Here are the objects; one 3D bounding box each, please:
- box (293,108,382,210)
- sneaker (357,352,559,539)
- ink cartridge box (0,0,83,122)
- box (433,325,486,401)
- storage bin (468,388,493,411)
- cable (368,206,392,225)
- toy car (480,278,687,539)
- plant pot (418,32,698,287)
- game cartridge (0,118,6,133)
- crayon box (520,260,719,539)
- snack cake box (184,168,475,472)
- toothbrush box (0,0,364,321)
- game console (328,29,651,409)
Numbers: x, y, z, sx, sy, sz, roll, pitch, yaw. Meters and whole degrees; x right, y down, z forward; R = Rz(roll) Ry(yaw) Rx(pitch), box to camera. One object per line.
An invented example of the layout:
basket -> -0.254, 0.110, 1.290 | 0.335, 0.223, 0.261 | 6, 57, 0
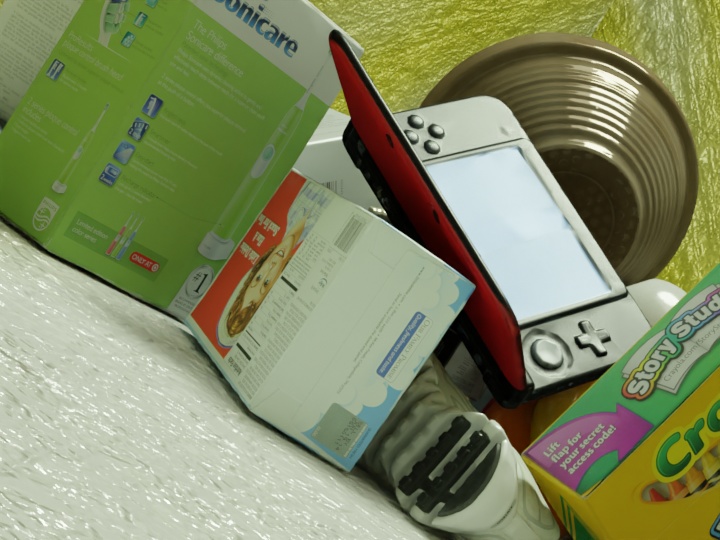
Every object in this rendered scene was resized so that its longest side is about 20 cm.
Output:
box -> -0.086, -0.074, 1.294 | 0.124, 0.098, 0.200 | -12, 24, -31
sneaker -> 0.040, 0.094, 0.922 | 0.081, 0.075, 0.200 | 41, 5, -31
ink cartridge box -> -0.155, -0.156, 1.157 | 0.162, 0.200, 0.057 | 33, 26, -6
box -> 0.000, 0.000, 1.109 | 0.200, 0.060, 0.117 | 34, 1, 19
storage bin -> 0.162, 0.099, 1.258 | 0.134, 0.201, 0.146 | 21, 3, -20
cable -> 0.094, -0.021, 1.275 | 0.097, 0.051, 0.200 | 23, 14, 34
toy car -> 0.147, 0.110, 1.094 | 0.199, 0.150, 0.176 | -14, 83, -47
plant pot -> 0.126, -0.047, 1.126 | 0.200, 0.201, 0.093 | 33, 19, -13
game cartridge -> -0.223, -0.068, 1.176 | 0.133, 0.041, 0.200 | 29, 2, -20
crayon box -> 0.199, 0.089, 0.892 | 0.058, 0.200, 0.173 | 34, -18, 49
snack cake box -> -0.023, 0.020, 0.933 | 0.067, 0.115, 0.200 | 33, 1, -18
toothbrush box -> -0.111, -0.090, 1.018 | 0.086, 0.201, 0.145 | 34, 2, 37
game console -> 0.078, -0.039, 0.961 | 0.172, 0.119, 0.201 | -15, 63, -32
